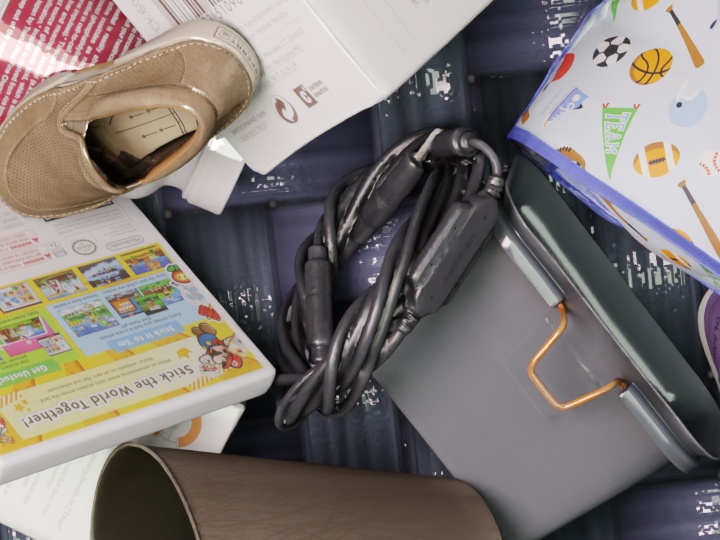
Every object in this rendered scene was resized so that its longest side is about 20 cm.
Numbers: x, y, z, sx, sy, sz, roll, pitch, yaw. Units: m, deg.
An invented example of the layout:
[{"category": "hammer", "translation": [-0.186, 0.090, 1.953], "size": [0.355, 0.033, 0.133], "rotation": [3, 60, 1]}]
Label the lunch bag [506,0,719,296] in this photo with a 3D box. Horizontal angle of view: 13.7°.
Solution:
[{"category": "lunch bag", "translation": [0.204, -0.086, 1.688], "size": [0.200, 0.124, 0.170], "rotation": [35, 87, 25]}]

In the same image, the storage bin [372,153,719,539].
[{"category": "storage bin", "translation": [0.096, 0.060, 1.720], "size": [0.134, 0.146, 0.200], "rotation": [-37, 97, 15]}]

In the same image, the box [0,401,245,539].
[{"category": "box", "translation": [-0.180, 0.081, 1.733], "size": [0.199, 0.097, 0.125], "rotation": [27, 97, -4]}]

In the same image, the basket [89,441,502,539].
[{"category": "basket", "translation": [-0.030, 0.176, 1.660], "size": [0.199, 0.136, 0.181], "rotation": [-2, 65, -32]}]

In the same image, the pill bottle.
[{"category": "pill bottle", "translation": [-0.152, -0.111, 1.696], "size": [0.199, 0.113, 0.113], "rotation": [25, 98, -4]}]

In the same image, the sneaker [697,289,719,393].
[{"category": "sneaker", "translation": [0.250, 0.102, 1.745], "size": [0.076, 0.088, 0.201], "rotation": [-24, 98, 3]}]

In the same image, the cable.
[{"category": "cable", "translation": [0.000, 0.000, 1.686], "size": [0.051, 0.163, 0.200], "rotation": [33, 87, -25]}]

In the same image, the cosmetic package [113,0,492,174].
[{"category": "cosmetic package", "translation": [-0.010, -0.189, 1.621], "size": [0.200, 0.165, 0.165], "rotation": [-43, 98, -28]}]

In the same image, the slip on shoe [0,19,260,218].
[{"category": "slip on shoe", "translation": [-0.136, -0.068, 1.604], "size": [0.200, 0.061, 0.076], "rotation": [-22, 122, 38]}]

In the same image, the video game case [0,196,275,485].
[{"category": "video game case", "translation": [-0.174, 0.025, 1.655], "size": [0.182, 0.200, 0.023], "rotation": [48, 133, 25]}]
